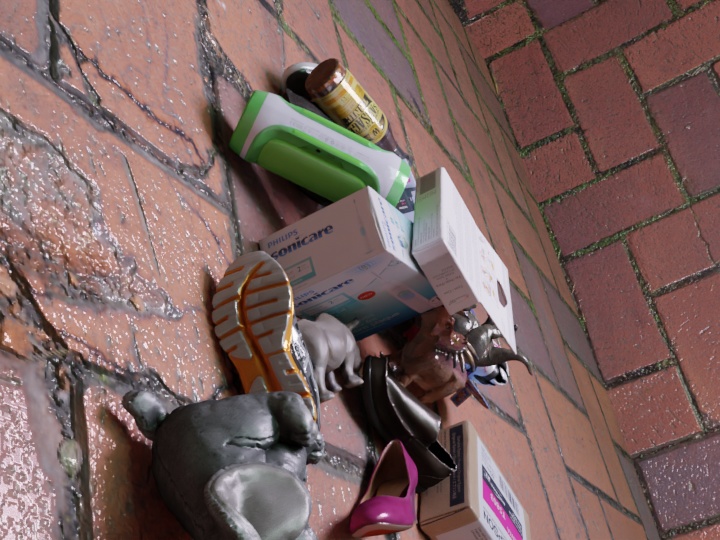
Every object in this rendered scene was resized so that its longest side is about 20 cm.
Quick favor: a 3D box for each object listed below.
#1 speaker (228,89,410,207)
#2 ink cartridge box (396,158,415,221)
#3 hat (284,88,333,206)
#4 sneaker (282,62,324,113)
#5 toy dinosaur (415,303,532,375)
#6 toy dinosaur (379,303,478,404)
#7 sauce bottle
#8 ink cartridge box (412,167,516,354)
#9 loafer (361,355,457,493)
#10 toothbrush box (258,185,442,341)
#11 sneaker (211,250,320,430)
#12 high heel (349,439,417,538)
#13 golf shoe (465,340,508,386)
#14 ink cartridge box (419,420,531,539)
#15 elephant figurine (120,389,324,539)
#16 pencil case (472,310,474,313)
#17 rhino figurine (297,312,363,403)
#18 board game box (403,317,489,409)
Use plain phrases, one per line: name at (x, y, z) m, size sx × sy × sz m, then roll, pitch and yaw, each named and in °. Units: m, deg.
speaker at (-0.046, -0.131, 1.053) m, size 0.200 × 0.089 × 0.089 m, roll 26°, pitch 29°, yaw -8°
ink cartridge box at (0.043, -0.044, 1.269) m, size 0.042 × 0.119 × 0.200 m, roll 111°, pitch -41°, yaw -79°
hat at (-0.052, -0.140, 1.189) m, size 0.201 × 0.081 × 0.201 m, roll 46°, pitch 12°, yaw -13°
sneaker at (-0.043, -0.216, 1.321) m, size 0.200 × 0.071 × 0.099 m, roll 45°, pitch 22°, yaw -55°
toy dinosaur at (0.144, 0.082, 1.235) m, size 0.200 × 0.102 × 0.077 m, roll 48°, pitch -18°, yaw 4°
toy dinosaur at (0.102, 0.124, 1.183) m, size 0.200 × 0.135 × 0.086 m, roll 49°, pitch 23°, yaw -55°
sauce bottle at (0.004, -0.208, 1.283) m, size 0.200 × 0.066 × 0.066 m, roll 43°, pitch 28°, yaw -34°
ink cartridge box at (0.125, -0.009, 1.106) m, size 0.176 × 0.045 × 0.200 m, roll 56°, pitch 20°, yaw -23°
loafer at (0.060, 0.177, 1.093) m, size 0.073 × 0.071 × 0.200 m, roll -84°, pitch 152°, yaw -58°
toothbrush box at (0.000, 0.000, 1.055) m, size 0.200 × 0.146 × 0.085 m, roll 35°, pitch 35°, yaw -58°
sneaker at (-0.084, 0.078, 0.859) m, size 0.077 × 0.078 × 0.200 m, roll 54°, pitch 21°, yaw -69°
high heel at (0.021, 0.225, 0.955) m, size 0.200 × 0.067 × 0.096 m, roll 54°, pitch 26°, yaw -75°
golf shoe at (0.179, 0.140, 1.348) m, size 0.092 × 0.073 × 0.200 m, roll 53°, pitch 6°, yaw 20°
ink cartridge box at (0.154, 0.324, 1.186) m, size 0.200 × 0.075 × 0.165 m, roll 57°, pitch 19°, yaw -25°
elephant figurine at (-0.075, 0.183, 0.626) m, size 0.200 × 0.155 × 0.142 m, roll -104°, pitch -177°, yaw -54°
pencil case at (0.091, 0.017, 1.357) m, size 0.200 × 0.078 × 0.087 m, roll 53°, pitch 45°, yaw -17°
rhino figurine at (-0.033, 0.089, 0.991) m, size 0.088 × 0.060 × 0.200 m, roll 70°, pitch 17°, yaw 4°
board game box at (0.106, 0.133, 1.316) m, size 0.200 × 0.039 × 0.158 m, roll 50°, pitch -3°, yaw 14°
